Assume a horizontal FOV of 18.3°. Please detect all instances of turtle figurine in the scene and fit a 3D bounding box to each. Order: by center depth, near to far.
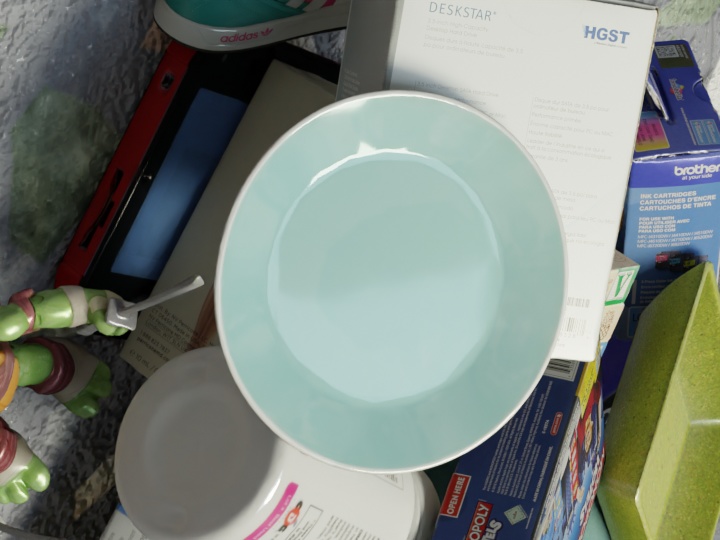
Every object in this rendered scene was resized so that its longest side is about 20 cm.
[{"bbox_3d":[-0.173,0.082,1.199,0.194,0.198,0.145,62,31,-78],"label":"turtle figurine"}]

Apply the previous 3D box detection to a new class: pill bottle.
[{"bbox_3d":[-0.039,0.123,1.252,0.114,0.113,0.200,-56,144,-1],"label":"pill bottle"}]

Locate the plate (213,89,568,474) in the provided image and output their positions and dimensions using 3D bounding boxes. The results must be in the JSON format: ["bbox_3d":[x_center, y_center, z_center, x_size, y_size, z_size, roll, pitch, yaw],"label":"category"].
[{"bbox_3d":[0.015,0.006,1.165,0.199,0.026,0.202,-2,97,-21],"label":"plate"}]

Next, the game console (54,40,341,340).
[{"bbox_3d":[-0.087,-0.047,1.330,0.176,0.031,0.201,16,105,-56],"label":"game console"}]

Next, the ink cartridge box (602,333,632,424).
[{"bbox_3d":[0.157,0.125,1.719,0.198,0.044,0.200,-40,148,14],"label":"ink cartridge box"}]

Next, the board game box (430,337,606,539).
[{"bbox_3d":[0.100,0.163,1.386,0.201,0.061,0.201,82,24,-51],"label":"board game box"}]

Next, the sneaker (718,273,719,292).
[{"bbox_3d":[0.265,0.017,1.804,0.115,0.075,0.200,-50,151,-12],"label":"sneaker"}]

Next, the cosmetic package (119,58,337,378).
[{"bbox_3d":[-0.043,-0.010,1.319,0.103,0.087,0.201,13,106,-57],"label":"cosmetic package"}]

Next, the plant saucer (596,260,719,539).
[{"bbox_3d":[0.213,0.126,1.565,0.201,0.048,0.201,68,36,-49],"label":"plant saucer"}]

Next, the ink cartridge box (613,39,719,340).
[{"bbox_3d":[0.209,-0.070,1.590,0.076,0.137,0.201,-4,130,-6],"label":"ink cartridge box"}]

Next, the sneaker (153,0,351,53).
[{"bbox_3d":[-0.023,-0.202,1.242,0.199,0.084,0.121,-23,144,-39],"label":"sneaker"}]

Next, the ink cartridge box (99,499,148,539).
[{"bbox_3d":[-0.124,0.165,1.422,0.199,0.047,0.200,-63,174,8],"label":"ink cartridge box"}]

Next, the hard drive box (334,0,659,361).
[{"bbox_3d":[0.065,-0.061,1.228,0.155,0.077,0.201,7,100,-20],"label":"hard drive box"}]

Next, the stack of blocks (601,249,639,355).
[{"bbox_3d":[0.093,0.015,1.396,0.199,0.058,0.116,-7,124,-52],"label":"stack of blocks"}]

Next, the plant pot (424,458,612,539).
[{"bbox_3d":[0.065,0.156,1.529,0.200,0.200,0.135,-50,152,-10],"label":"plant pot"}]
